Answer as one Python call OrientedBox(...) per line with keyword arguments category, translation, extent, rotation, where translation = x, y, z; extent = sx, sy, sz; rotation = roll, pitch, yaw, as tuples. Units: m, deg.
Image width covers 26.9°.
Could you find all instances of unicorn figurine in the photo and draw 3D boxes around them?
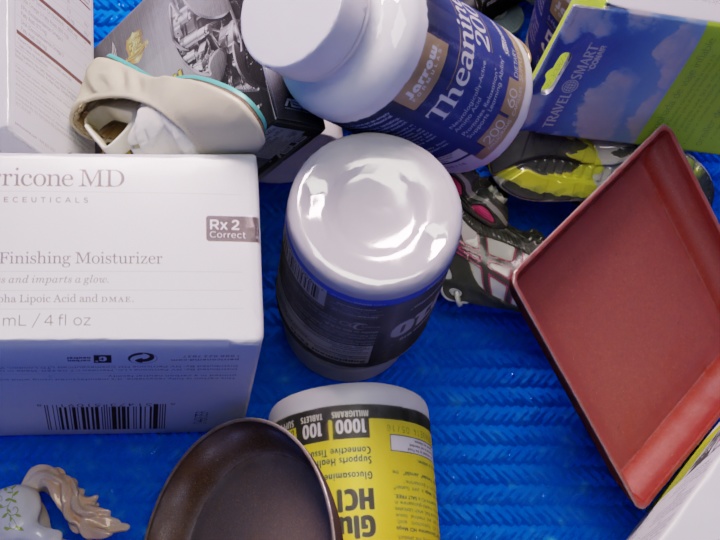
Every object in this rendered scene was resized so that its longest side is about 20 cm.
OrientedBox(category="unicorn figurine", translation=(-0.262, 0.198, 0.988), extent=(0.200, 0.074, 0.137), rotation=(-30, 64, -33))

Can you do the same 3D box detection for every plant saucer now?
OrientedBox(category="plant saucer", translation=(-0.073, 0.196, 0.963), extent=(0.032, 0.200, 0.201), rotation=(17, 59, -42))
OrientedBox(category="plant saucer", translation=(0.197, 0.031, 1.073), extent=(0.200, 0.037, 0.200), rotation=(-42, 111, -32))

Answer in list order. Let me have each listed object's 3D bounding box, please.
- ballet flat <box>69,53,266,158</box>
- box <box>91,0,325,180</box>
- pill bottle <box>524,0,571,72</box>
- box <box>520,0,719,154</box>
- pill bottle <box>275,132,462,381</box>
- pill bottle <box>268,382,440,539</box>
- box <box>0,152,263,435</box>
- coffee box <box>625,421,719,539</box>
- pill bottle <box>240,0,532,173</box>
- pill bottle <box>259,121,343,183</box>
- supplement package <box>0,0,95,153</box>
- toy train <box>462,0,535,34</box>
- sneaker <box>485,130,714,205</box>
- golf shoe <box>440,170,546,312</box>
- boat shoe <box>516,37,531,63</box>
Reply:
OrientedBox(category="ballet flat", translation=(-0.135, -0.095, 0.997), extent=(0.069, 0.200, 0.070), rotation=(-11, 109, -34))
OrientedBox(category="box", translation=(-0.120, -0.124, 1.071), extent=(0.048, 0.200, 0.159), rotation=(5, 62, -44))
OrientedBox(category="pill bottle", translation=(0.194, -0.209, 1.133), extent=(0.119, 0.200, 0.120), rotation=(2, 59, -3))
OrientedBox(category="box", translation=(0.210, -0.146, 1.073), extent=(0.199, 0.122, 0.048), rotation=(4, 47, -21))
OrientedBox(category="pill bottle", translation=(0.000, 0.000, 1.027), extent=(0.113, 0.200, 0.114), rotation=(2, 67, -5))
OrientedBox(category="pill bottle", translation=(-0.002, 0.184, 0.997), extent=(0.112, 0.113, 0.201), rotation=(-1, 67, -8))
OrientedBox(category="box", translation=(-0.169, 0.021, 0.996), extent=(0.198, 0.200, 0.131), rotation=(-1, 68, -8))
OrientedBox(category="coffee box", translation=(0.284, 0.205, 0.978), extent=(0.200, 0.200, 0.198), rotation=(39, 69, 10))
OrientedBox(category="pill bottle", translation=(0.018, -0.141, 0.984), extent=(0.111, 0.200, 0.111), rotation=(-11, 71, 36))
OrientedBox(category="pill bottle", translation=(-0.068, -0.172, 1.140), extent=(0.110, 0.111, 0.201), rotation=(-7, 68, -10))
OrientedBox(category="supplement package", translation=(-0.269, -0.153, 1.083), extent=(0.116, 0.117, 0.201), rotation=(-14, 66, 19))
OrientedBox(category="toy train", translation=(0.131, -0.272, 1.227), extent=(0.200, 0.085, 0.114), rotation=(-33, 66, -19))
OrientedBox(category="sneaker", translation=(0.179, -0.082, 1.154), extent=(0.199, 0.085, 0.075), rotation=(16, 105, -21))
OrientedBox(category="golf shoe", translation=(0.108, 0.002, 1.122), extent=(0.200, 0.077, 0.088), rotation=(44, 100, 3))
OrientedBox(category="boat shoe", translation=(0.049, -0.171, 1.126), extent=(0.200, 0.069, 0.074), rotation=(5, 67, -44))
